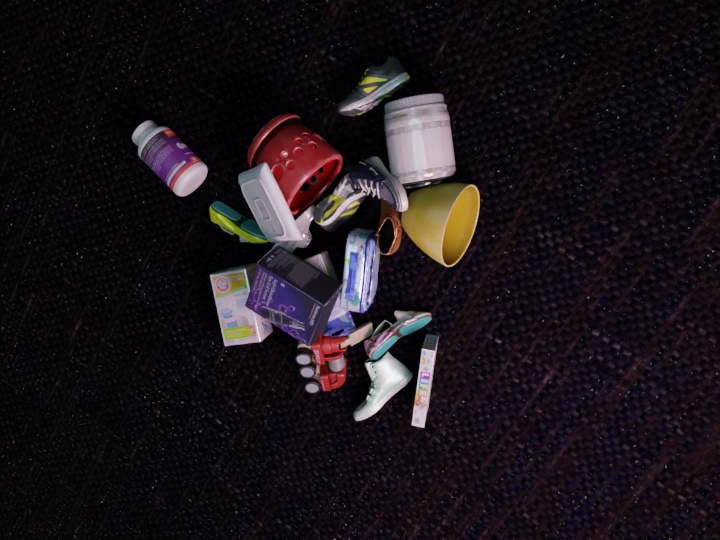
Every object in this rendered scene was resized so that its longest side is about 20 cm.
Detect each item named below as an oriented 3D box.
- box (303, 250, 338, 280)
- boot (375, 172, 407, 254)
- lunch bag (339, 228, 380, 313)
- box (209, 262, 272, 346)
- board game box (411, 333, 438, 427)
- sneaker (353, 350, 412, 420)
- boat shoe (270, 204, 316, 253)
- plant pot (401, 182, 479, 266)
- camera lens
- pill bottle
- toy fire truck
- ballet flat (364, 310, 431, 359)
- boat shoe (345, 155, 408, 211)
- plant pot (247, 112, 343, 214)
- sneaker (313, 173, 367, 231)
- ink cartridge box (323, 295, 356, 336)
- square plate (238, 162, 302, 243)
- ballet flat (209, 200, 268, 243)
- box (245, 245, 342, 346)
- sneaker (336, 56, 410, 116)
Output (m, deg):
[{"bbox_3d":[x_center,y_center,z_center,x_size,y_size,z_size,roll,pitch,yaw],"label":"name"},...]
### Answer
[{"bbox_3d":[-0.160,0.038,1.516,0.197,0.060,0.118,-20,94,17],"label":"box"},{"bbox_3d":[0.069,-0.139,1.426,0.075,0.155,0.204,8,101,11],"label":"boot"},{"bbox_3d":[0.000,0.000,1.462,0.081,0.161,0.204,8,100,10],"label":"lunch bag"},{"bbox_3d":[-0.324,0.091,1.577,0.110,0.101,0.204,-8,98,13],"label":"box"},{"bbox_3d":[0.168,0.281,1.489,0.034,0.134,0.204,8,102,10],"label":"board game box"},{"bbox_3d":[0.031,0.304,1.551,0.200,0.074,0.118,-43,96,6],"label":"sneaker"},{"bbox_3d":[-0.164,-0.089,1.525,0.071,0.070,0.201,40,120,-6],"label":"boat shoe"},{"bbox_3d":[0.184,-0.128,1.402,0.140,0.199,0.203,22,104,28],"label":"plant pot"},{"bbox_3d":[0.141,-0.305,1.379,0.157,0.160,0.204,-7,98,13],"label":"camera lens"},{"bbox_3d":[-0.513,-0.304,1.543,0.200,0.112,0.113,45,105,1],"label":"pill bottle"},{"bbox_3d":[-0.061,0.221,1.536,0.196,0.130,0.178,-6,129,6],"label":"toy fire truck"},{"bbox_3d":[0.091,0.152,1.516,0.199,0.069,0.072,-36,58,2],"label":"ballet flat"},{"bbox_3d":[0.034,-0.195,1.368,0.091,0.201,0.076,-18,132,-14],"label":"boat shoe"},{"bbox_3d":[-0.171,-0.269,1.434,0.182,0.200,0.201,44,105,7],"label":"plant pot"},{"bbox_3d":[-0.035,-0.180,1.481,0.199,0.085,0.075,-38,64,-5],"label":"sneaker"},{"bbox_3d":[-0.103,0.098,1.565,0.118,0.042,0.202,-25,95,15],"label":"ink cartridge box"},{"bbox_3d":[-0.231,-0.156,1.419,0.028,0.199,0.201,-31,105,-26],"label":"square plate"},{"bbox_3d":[-0.328,-0.117,1.569,0.198,0.067,0.068,30,125,8],"label":"ballet flat"},{"bbox_3d":[-0.164,0.061,1.414,0.198,0.104,0.149,30,127,9],"label":"box"},{"bbox_3d":[0.024,-0.456,1.431,0.198,0.074,0.086,-26,88,6],"label":"sneaker"}]
